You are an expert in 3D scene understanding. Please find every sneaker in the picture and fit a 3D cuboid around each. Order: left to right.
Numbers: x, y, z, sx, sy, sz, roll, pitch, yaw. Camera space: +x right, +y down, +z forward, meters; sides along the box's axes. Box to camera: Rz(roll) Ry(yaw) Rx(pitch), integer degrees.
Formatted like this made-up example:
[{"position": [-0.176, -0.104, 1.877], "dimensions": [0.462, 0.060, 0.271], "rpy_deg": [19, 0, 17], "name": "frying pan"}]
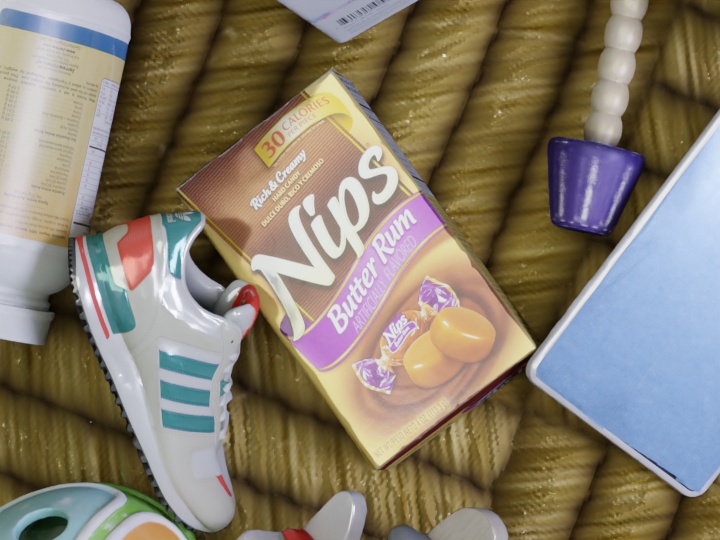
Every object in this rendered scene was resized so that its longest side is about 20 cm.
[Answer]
[{"position": [-0.091, 0.056, 1.647], "dimensions": [0.093, 0.070, 0.200], "rpy_deg": [-21, 114, 2], "name": "sneaker"}]

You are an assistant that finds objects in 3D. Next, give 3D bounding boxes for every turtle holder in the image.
[{"position": [-0.180, 0.184, 1.656], "dimensions": [0.185, 0.132, 0.141], "rpy_deg": [15, 90, 10], "name": "turtle holder"}]

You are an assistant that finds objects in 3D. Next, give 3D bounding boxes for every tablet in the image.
[{"position": [0.198, 0.014, 1.638], "dimensions": [0.130, 0.014, 0.200], "rpy_deg": [36, 93, -14], "name": "tablet"}]

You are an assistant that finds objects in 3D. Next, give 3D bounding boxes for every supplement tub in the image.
[{"position": [-0.217, -0.068, 1.668], "dimensions": [0.144, 0.145, 0.201], "rpy_deg": [12, 89, 10], "name": "supplement tub"}]

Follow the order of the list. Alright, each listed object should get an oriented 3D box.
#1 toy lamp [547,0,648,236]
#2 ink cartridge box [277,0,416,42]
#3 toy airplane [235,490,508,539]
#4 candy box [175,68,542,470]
[{"position": [0.144, -0.120, 1.655], "dimensions": [0.058, 0.058, 0.201], "rpy_deg": [11, 87, 10], "name": "toy lamp"}, {"position": [0.015, -0.204, 1.607], "dimensions": [0.145, 0.200, 0.083], "rpy_deg": [-28, 83, 7], "name": "ink cartridge box"}, {"position": [-0.006, 0.221, 1.619], "dimensions": [0.199, 0.141, 0.201], "rpy_deg": [5, 102, 29], "name": "toy airplane"}, {"position": [0.000, 0.000, 1.673], "dimensions": [0.117, 0.056, 0.200], "rpy_deg": [-38, 81, 7], "name": "candy box"}]
